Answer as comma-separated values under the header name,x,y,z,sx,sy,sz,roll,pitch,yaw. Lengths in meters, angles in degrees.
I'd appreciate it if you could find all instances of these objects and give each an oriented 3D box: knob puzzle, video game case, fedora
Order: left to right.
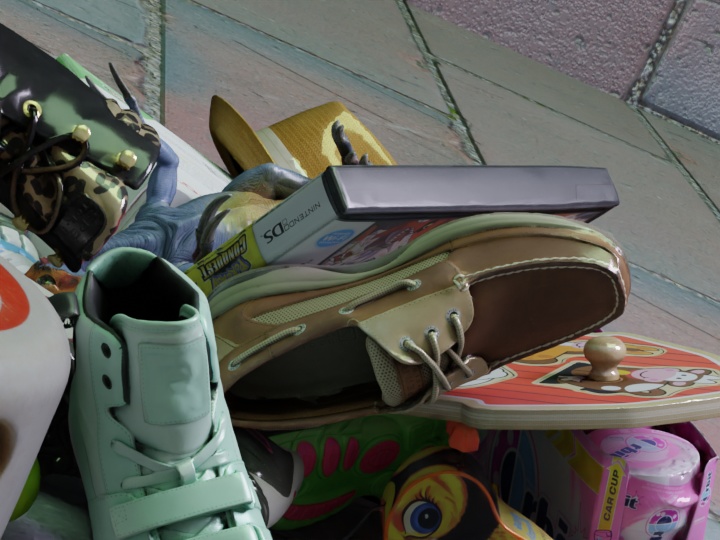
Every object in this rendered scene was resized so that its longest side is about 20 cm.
name,x,y,z,sx,sy,sz,roll,pitch,yaw
fedora,-0.014,-0.037,1.525,0.201,0.082,0.201,55,-6,9
video game case,0.000,0.000,1.217,0.200,0.181,0.026,-2,66,-47
knob puzzle,0.095,0.042,1.191,0.219,0.031,0.220,1,9,0

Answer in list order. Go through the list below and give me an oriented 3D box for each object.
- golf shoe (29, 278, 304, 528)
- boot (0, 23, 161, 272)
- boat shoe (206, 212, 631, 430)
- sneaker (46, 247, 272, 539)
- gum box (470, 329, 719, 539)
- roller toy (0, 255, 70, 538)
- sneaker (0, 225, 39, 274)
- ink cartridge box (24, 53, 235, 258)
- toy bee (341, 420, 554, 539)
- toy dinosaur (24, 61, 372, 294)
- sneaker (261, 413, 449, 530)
name,x,y,z,sx,sy,sz,roll,pitch,yaw
golf shoe,-0.117,0.061,1.145,0.200,0.077,0.088,39,30,17
boot,-0.159,-0.060,0.998,0.150,0.073,0.200,36,12,-10
boat shoe,0.023,0.031,1.101,0.072,0.199,0.076,-88,159,-52
sneaker,-0.075,0.083,0.984,0.074,0.118,0.201,-15,50,-16
gum box,0.112,0.109,1.288,0.066,0.114,0.200,2,21,-18
roller toy,-0.208,0.040,0.933,0.182,0.140,0.200,26,14,1
sneaker,-0.206,0.013,1.196,0.087,0.075,0.200,42,20,34
ink cartridge box,-0.112,-0.020,1.382,0.145,0.088,0.200,37,4,-31
toy bee,0.049,0.127,1.149,0.199,0.109,0.131,18,17,-30
toy dinosaur,-0.072,-0.005,1.231,0.105,0.181,0.200,57,-7,49
sneaker,-0.011,0.081,1.280,0.084,0.077,0.200,37,16,27
